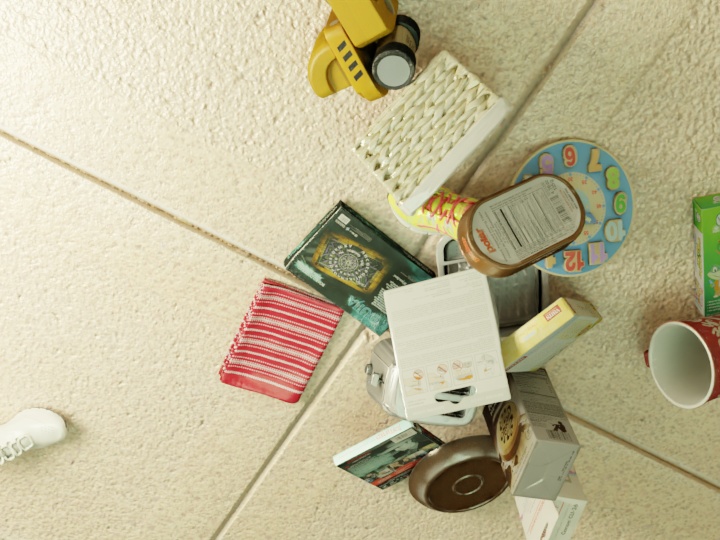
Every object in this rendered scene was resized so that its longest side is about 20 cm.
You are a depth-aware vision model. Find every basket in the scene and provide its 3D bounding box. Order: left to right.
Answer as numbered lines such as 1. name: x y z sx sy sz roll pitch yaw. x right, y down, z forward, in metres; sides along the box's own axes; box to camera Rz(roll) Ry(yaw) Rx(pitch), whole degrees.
1. basket: 0.090 -0.187 1.410 0.123 0.136 0.200 44 94 -4

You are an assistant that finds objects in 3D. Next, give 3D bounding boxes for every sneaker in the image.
1. sneaker: -0.566 0.279 1.680 0.198 0.087 0.075 -12 119 1
2. sneaker: 0.133 -0.083 1.499 0.199 0.090 0.079 24 77 3

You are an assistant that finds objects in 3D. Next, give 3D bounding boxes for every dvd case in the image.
1. dvd case: 0.058 0.305 1.727 0.145 0.022 0.200 -29 150 12

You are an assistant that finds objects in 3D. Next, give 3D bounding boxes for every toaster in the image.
1. toaster: 0.108 0.179 1.639 0.198 0.129 0.115 11 98 -10

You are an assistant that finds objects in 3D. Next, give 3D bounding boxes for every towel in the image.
1. towel: -0.127 0.117 1.660 0.144 0.023 0.201 20 116 -16

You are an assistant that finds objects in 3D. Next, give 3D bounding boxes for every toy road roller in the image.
1. toy road roller: -0.017 -0.313 1.367 0.145 0.123 0.201 -21 120 21

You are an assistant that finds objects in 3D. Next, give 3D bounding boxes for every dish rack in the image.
1. dish rack: 0.203 0.011 1.613 0.170 0.044 0.201 -8 120 -1

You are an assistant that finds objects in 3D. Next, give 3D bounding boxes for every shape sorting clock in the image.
1. shape sorting clock: 0.309 -0.090 1.533 0.198 0.039 0.202 -2 101 -11

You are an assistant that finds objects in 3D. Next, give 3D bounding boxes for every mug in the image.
1. mug: 0.558 0.118 1.647 0.199 0.177 0.135 -10 119 -28

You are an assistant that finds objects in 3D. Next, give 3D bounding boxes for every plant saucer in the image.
1. plant saucer: 0.180 0.355 1.787 0.198 0.032 0.201 -8 135 -9

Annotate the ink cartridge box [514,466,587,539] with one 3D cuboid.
1. ink cartridge box: 0.315 0.382 1.745 0.067 0.201 0.117 9 119 -10

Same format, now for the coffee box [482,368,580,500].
1. coffee box: 0.268 0.252 1.666 0.079 0.200 0.114 10 118 -14

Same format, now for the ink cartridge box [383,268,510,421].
1. ink cartridge box: 0.129 0.109 1.541 0.159 0.202 0.047 -14 163 13

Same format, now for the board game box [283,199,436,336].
1. board game box: 0.000 0.000 1.598 0.200 0.028 0.135 37 111 -23

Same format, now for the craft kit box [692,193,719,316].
1. craft kit box: 0.619 -0.037 1.620 0.198 0.049 0.199 -12 118 2

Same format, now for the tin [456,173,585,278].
1. tin: 0.225 -0.065 1.453 0.199 0.113 0.042 -25 167 -24

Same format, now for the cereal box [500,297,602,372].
1. cereal box: 0.285 0.100 1.600 0.144 0.200 0.040 -39 71 16
